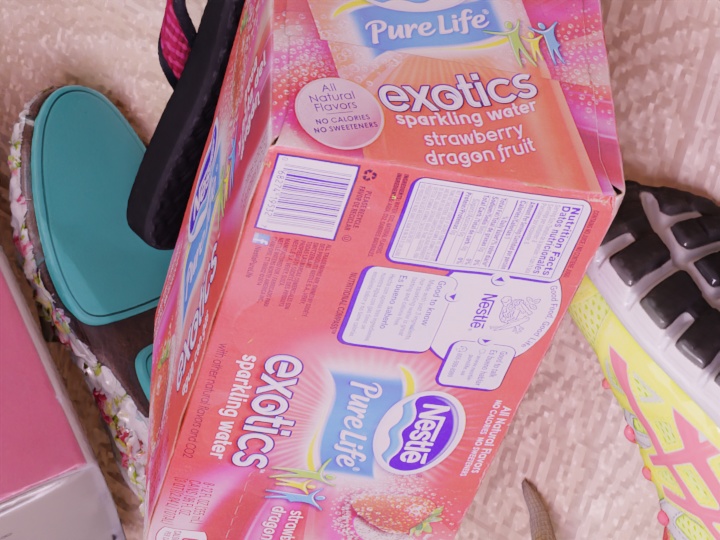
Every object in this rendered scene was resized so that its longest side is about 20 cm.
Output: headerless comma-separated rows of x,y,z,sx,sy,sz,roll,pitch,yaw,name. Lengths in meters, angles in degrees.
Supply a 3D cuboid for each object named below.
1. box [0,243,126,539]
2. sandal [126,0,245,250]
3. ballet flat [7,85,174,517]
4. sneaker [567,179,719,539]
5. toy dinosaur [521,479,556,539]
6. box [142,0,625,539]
-0.177,0.027,0.890,0.128,0.109,0.201,88,157,-68,box
-0.041,-0.092,0.818,0.045,0.075,0.200,46,129,22,sandal
-0.086,0.030,0.888,0.064,0.075,0.201,-40,71,48,ballet flat
0.111,0.059,0.717,0.200,0.078,0.090,52,130,19,sneaker
0.065,0.175,0.779,0.101,0.058,0.201,10,90,22,toy dinosaur
0.000,0.000,0.729,0.200,0.102,0.095,110,164,-49,box
